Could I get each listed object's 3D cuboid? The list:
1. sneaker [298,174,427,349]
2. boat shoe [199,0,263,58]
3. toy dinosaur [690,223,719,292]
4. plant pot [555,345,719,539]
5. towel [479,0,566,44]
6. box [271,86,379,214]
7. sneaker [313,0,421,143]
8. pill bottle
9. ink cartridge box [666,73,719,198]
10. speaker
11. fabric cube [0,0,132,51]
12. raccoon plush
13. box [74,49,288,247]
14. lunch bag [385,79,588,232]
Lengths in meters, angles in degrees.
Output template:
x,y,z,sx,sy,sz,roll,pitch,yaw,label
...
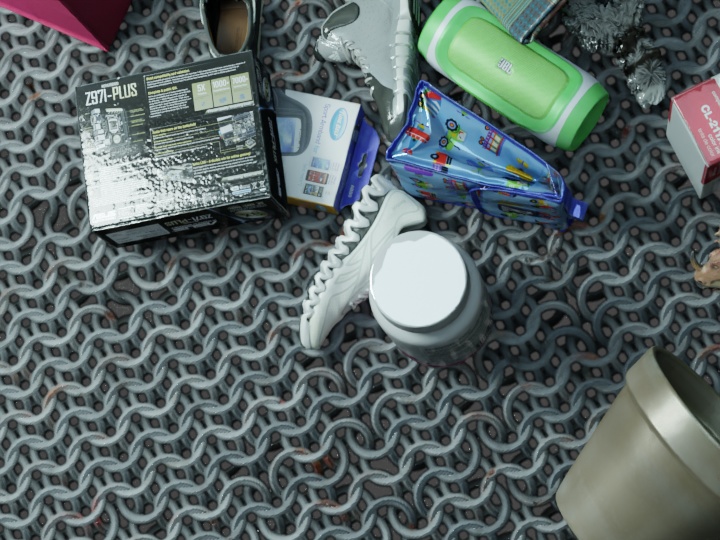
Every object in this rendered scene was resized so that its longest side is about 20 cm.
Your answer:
x,y,z,sx,sy,sz,roll,pitch,yaw,label
0.000,0.000,1.757,0.081,0.075,0.200,29,86,3,sneaker
-0.144,-0.313,1.847,0.072,0.068,0.201,-5,76,10,boat shoe
0.422,-0.059,1.675,0.135,0.086,0.201,19,95,1,toy dinosaur
0.291,0.204,1.616,0.174,0.200,0.200,-46,75,14,plant pot
0.178,-0.333,1.750,0.147,0.022,0.200,-48,38,14,towel
-0.083,-0.136,1.813,0.199,0.041,0.119,12,80,14,box
0.006,-0.217,1.796,0.115,0.075,0.201,-5,60,13,sneaker
0.070,0.028,1.669,0.113,0.200,0.114,-2,77,9,pill bottle
0.418,-0.166,1.682,0.200,0.146,0.083,-26,76,3,ink cartridge box
0.161,-0.210,1.766,0.200,0.088,0.089,35,85,14,speaker
-0.345,-0.391,1.830,0.200,0.196,0.200,24,85,12,fabric cube
0.243,-0.268,1.785,0.097,0.134,0.201,-19,108,-11,raccoon plush
-0.189,-0.127,1.765,0.199,0.086,0.164,-11,77,8,box
0.141,-0.100,1.711,0.200,0.151,0.094,23,83,13,lunch bag
